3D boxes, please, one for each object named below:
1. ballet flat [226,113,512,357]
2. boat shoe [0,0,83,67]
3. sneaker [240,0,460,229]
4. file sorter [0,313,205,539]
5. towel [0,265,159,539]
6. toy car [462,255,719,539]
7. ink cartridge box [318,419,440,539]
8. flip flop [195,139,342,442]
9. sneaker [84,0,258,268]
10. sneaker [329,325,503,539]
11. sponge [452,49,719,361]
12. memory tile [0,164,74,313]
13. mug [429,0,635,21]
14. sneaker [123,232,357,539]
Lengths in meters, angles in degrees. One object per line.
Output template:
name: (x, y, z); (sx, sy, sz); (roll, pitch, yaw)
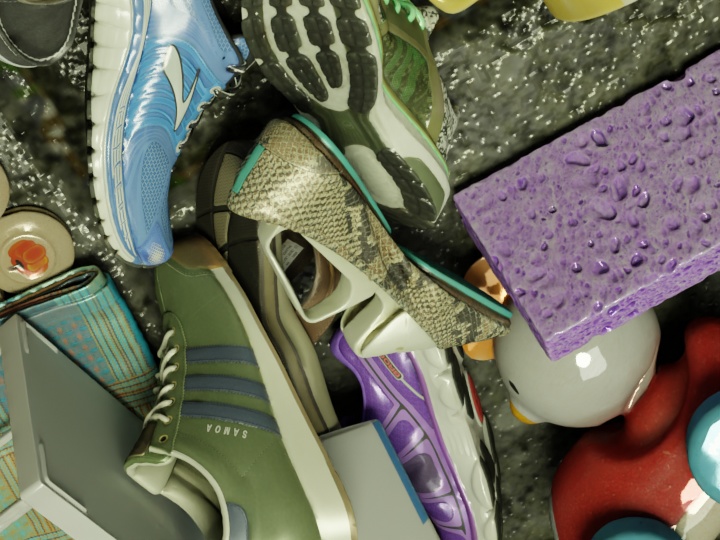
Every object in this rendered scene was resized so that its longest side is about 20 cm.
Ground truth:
ballet flat: (0.000, 0.000, 0.774); (0.075, 0.068, 0.200); (-52, 131, -3)
boat shoe: (-0.147, -0.154, 0.671); (0.070, 0.066, 0.200); (-25, 150, -25)
sneaker: (0.004, -0.114, 0.758); (0.077, 0.089, 0.200); (10, 146, 28)
file sorter: (-0.153, 0.154, 0.796); (0.124, 0.139, 0.200); (-37, 126, 8)
towel: (-0.172, 0.102, 0.851); (0.146, 0.022, 0.200); (-23, 124, -4)
toy car: (0.132, 0.072, 0.866); (0.200, 0.184, 0.177); (37, 105, 3)
ink cartridge box: (0.003, 0.206, 0.847); (0.084, 0.145, 0.200); (-17, 138, -12)
flip flop: (-0.038, 0.014, 0.825); (0.057, 0.081, 0.200); (-28, 122, -20)
sneaker: (-0.092, -0.093, 0.752); (0.089, 0.079, 0.200); (2, 115, -12)
sneaker: (0.035, 0.105, 0.897); (0.083, 0.081, 0.200); (-14, 113, 12)
sponge: (0.162, -0.043, 0.821); (0.200, 0.112, 0.030); (-29, 145, 1)
memory tile: (-0.261, -0.026, 0.779); (0.153, 0.017, 0.200); (-39, 119, 7)
mug: (0.091, -0.211, 0.706); (0.187, 0.149, 0.153); (-43, 110, 2)
sneaker: (-0.083, 0.074, 0.771); (0.090, 0.200, 0.067); (-21, 155, -19)
